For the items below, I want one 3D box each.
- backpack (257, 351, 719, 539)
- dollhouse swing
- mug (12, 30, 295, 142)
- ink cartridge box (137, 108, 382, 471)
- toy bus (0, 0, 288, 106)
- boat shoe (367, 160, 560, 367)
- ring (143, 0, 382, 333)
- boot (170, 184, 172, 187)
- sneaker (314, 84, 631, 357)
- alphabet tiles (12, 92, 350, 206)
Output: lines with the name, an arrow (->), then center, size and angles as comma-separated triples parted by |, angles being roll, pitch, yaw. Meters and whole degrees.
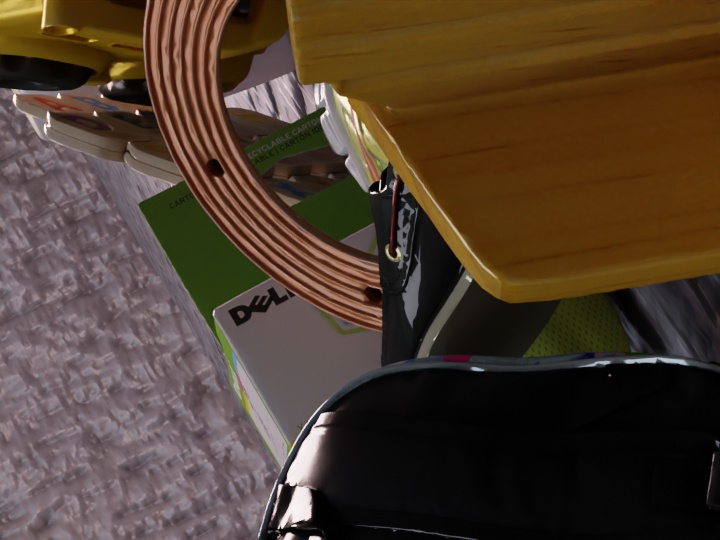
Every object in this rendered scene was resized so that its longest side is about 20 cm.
backpack -> 0.062, 0.119, 0.867 | 0.200, 0.178, 0.151 | 2, 160, 32
dollhouse swing -> 0.084, -0.014, 0.529 | 0.200, 0.182, 0.176 | 86, 174, -70
mug -> -0.142, -0.151, 1.475 | 0.150, 0.153, 0.187 | 63, 172, -16
ink cartridge box -> 0.000, 0.000, 1.116 | 0.200, 0.148, 0.076 | 58, 171, 24
toy bus -> -0.093, -0.155, 1.214 | 0.192, 0.200, 0.136 | 1, 86, 48
boat shoe -> 0.040, -0.022, 0.906 | 0.063, 0.074, 0.201 | 41, 141, 26
ring -> 0.004, -0.062, 0.961 | 0.200, 0.019, 0.201 | 18, 129, 23
boot -> -0.047, -0.014, 1.442 | 0.144, 0.072, 0.200 | 31, 164, -2
sneaker -> 0.045, -0.029, 1.014 | 0.200, 0.078, 0.090 | 55, 161, 15
alphabet tiles -> -0.072, -0.064, 1.295 | 0.195, 0.015, 0.200 | 20, -167, 25
